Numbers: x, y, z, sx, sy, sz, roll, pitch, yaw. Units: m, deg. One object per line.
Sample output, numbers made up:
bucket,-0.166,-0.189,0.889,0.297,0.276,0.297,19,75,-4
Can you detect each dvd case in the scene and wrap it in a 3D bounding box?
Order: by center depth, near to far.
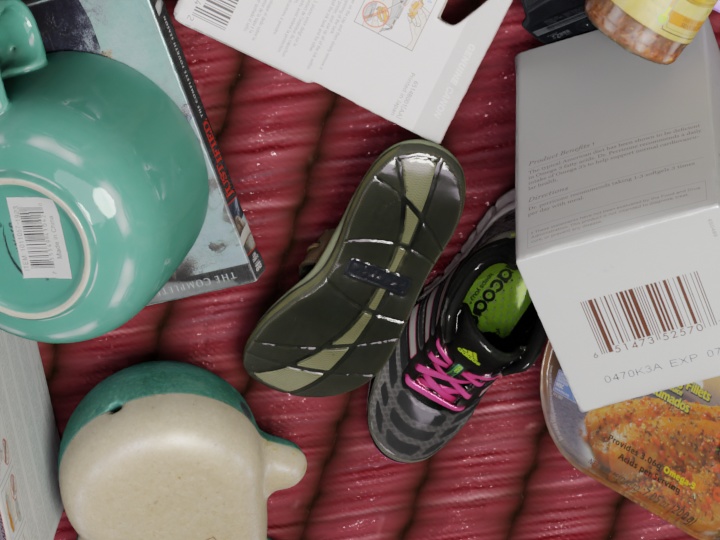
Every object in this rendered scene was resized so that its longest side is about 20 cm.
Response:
dvd case,-0.155,-0.072,1.486,0.145,0.022,0.201,-11,112,22

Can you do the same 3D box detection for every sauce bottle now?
sauce bottle,0.195,-0.207,1.331,0.066,0.066,0.201,29,113,-8

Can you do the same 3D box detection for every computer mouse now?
computer mouse,0.100,-0.172,1.386,0.058,0.200,0.034,-18,66,22

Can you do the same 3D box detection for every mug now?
mug,-0.188,-0.045,1.430,0.185,0.115,0.152,37,120,-3

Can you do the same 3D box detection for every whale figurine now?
whale figurine,-0.107,0.136,1.553,0.158,0.104,0.200,-26,132,11

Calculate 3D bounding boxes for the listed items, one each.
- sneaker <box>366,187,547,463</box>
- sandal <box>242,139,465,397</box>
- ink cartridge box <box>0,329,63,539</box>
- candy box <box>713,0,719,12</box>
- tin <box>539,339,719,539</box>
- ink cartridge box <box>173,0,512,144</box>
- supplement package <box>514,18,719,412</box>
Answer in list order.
sneaker,0.063,0.043,1.498,0.073,0.088,0.200,32,111,-9
sandal,0.001,0.000,1.501,0.079,0.057,0.201,27,117,-18
ink cartridge box,-0.223,0.105,1.478,0.047,0.200,0.161,-7,111,7
candy box,0.229,-0.247,1.386,0.167,0.072,0.201,25,111,-6
tin,0.184,0.081,1.424,0.042,0.200,0.113,-1,111,-41
ink cartridge box,0.011,-0.199,1.431,0.175,0.045,0.201,26,111,-5
supplement package,0.157,-0.039,1.386,0.116,0.201,0.118,-15,126,16
